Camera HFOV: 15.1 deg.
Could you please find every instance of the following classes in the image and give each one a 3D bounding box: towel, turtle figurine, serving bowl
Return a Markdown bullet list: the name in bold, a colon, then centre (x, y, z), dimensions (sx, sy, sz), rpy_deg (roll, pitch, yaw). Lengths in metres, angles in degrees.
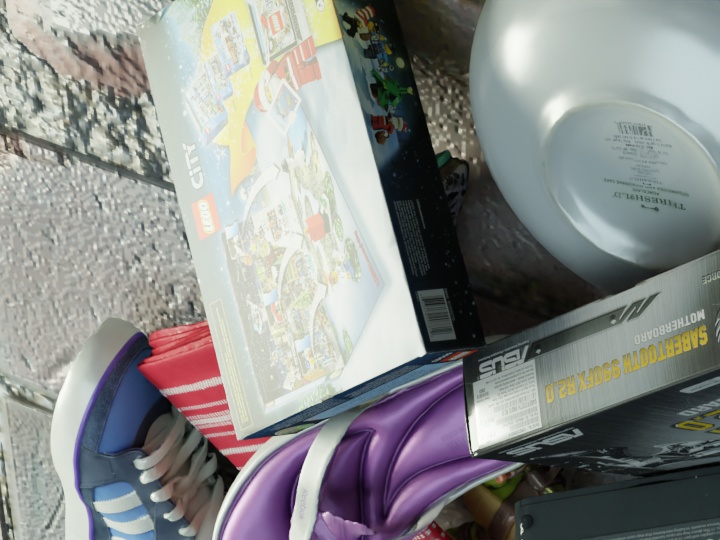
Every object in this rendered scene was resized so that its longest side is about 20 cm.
- **towel**: centre (-0.019, 0.098, 1.328), dimensions (0.200, 0.023, 0.145), rpy_deg (46, 160, -11)
- **turtle figurine**: centre (0.082, 0.127, 1.322), dimensions (0.161, 0.064, 0.200), rpy_deg (44, 153, 18)
- **serving bowl**: centre (0.127, -0.053, 1.127), dimensions (0.199, 0.066, 0.201), rpy_deg (20, 135, 21)

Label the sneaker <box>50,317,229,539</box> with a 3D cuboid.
- **sneaker**: centre (-0.082, 0.122, 1.428), dimensions (0.146, 0.081, 0.201), rpy_deg (23, 137, 17)

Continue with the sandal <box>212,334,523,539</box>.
- **sandal**: centre (0.005, 0.096, 1.233), dimensions (0.202, 0.050, 0.083), rpy_deg (-39, 99, 23)

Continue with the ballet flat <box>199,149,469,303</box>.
- **ballet flat**: centre (0.000, 0.000, 1.265), dimensions (0.072, 0.072, 0.200), rpy_deg (50, 145, -12)

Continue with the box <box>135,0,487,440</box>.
- **box**: centre (-0.025, -0.040, 1.192), dimensions (0.136, 0.038, 0.201), rpy_deg (-27, 74, 48)

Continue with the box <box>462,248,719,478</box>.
- **box**: centre (0.165, 0.040, 1.125), dimensions (0.158, 0.049, 0.200), rpy_deg (11, 157, -39)

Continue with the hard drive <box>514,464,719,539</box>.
- **hard drive**: centre (0.135, 0.188, 1.166), dimensions (0.139, 0.201, 0.033), rpy_deg (-11, 154, 24)
